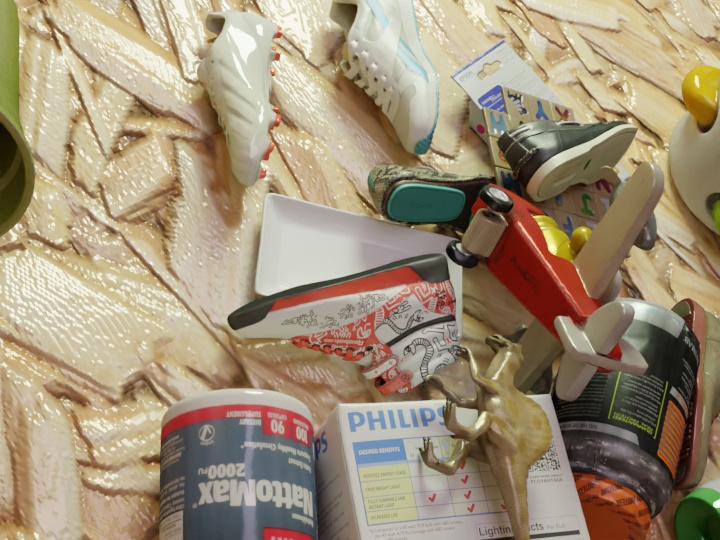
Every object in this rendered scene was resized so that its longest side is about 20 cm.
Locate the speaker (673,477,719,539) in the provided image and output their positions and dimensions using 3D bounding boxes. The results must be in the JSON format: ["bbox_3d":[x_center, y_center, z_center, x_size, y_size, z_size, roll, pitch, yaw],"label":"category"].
[{"bbox_3d":[0.387,0.218,1.085,0.198,0.089,0.089,-11,68,-28],"label":"speaker"}]

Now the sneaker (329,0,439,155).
[{"bbox_3d":[0.025,-0.198,1.170,0.080,0.077,0.202,-7,60,-17],"label":"sneaker"}]

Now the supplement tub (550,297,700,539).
[{"bbox_3d":[0.224,0.134,1.037,0.122,0.123,0.201,29,55,-6],"label":"supplement tub"}]

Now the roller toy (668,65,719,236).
[{"bbox_3d":[0.438,-0.132,1.265,0.181,0.140,0.202,-12,68,-29],"label":"roller toy"}]

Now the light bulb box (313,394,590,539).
[{"bbox_3d":[0.067,0.216,0.922,0.196,0.125,0.202,0,62,-23],"label":"light bulb box"}]

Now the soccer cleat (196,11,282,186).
[{"bbox_3d":[-0.115,-0.161,1.091,0.077,0.070,0.202,8,53,-13],"label":"soccer cleat"}]

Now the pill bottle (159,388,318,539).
[{"bbox_3d":[-0.089,0.201,0.867,0.118,0.120,0.202,6,61,-20],"label":"pill bottle"}]

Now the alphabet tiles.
[{"bbox_3d":[0.192,-0.085,1.150,0.165,0.006,0.202,11,58,-35],"label":"alphabet tiles"}]

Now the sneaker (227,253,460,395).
[{"bbox_3d":[-0.007,0.060,1.004,0.199,0.067,0.109,-14,96,-17],"label":"sneaker"}]

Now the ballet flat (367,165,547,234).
[{"bbox_3d":[0.095,-0.070,1.130,0.198,0.068,0.075,10,28,-26],"label":"ballet flat"}]

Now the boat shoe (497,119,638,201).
[{"bbox_3d":[0.204,-0.122,1.131,0.068,0.072,0.199,45,36,22],"label":"boat shoe"}]

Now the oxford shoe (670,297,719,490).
[{"bbox_3d":[0.327,0.122,1.122,0.074,0.070,0.202,26,57,-15],"label":"oxford shoe"}]

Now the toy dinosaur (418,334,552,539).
[{"bbox_3d":[0.100,0.125,0.876,0.100,0.058,0.202,10,59,-20],"label":"toy dinosaur"}]

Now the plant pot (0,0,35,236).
[{"bbox_3d":[-0.345,-0.147,0.921,0.198,0.201,0.186,11,48,-17],"label":"plant pot"}]

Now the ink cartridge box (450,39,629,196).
[{"bbox_3d":[0.182,-0.141,1.224,0.094,0.037,0.200,-37,84,-33],"label":"ink cartridge box"}]

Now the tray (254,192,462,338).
[{"bbox_3d":[0.000,0.000,1.075,0.198,0.022,0.108,13,59,-17],"label":"tray"}]

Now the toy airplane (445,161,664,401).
[{"bbox_3d":[0.181,0.016,0.998,0.140,0.199,0.202,1,84,-42],"label":"toy airplane"}]
